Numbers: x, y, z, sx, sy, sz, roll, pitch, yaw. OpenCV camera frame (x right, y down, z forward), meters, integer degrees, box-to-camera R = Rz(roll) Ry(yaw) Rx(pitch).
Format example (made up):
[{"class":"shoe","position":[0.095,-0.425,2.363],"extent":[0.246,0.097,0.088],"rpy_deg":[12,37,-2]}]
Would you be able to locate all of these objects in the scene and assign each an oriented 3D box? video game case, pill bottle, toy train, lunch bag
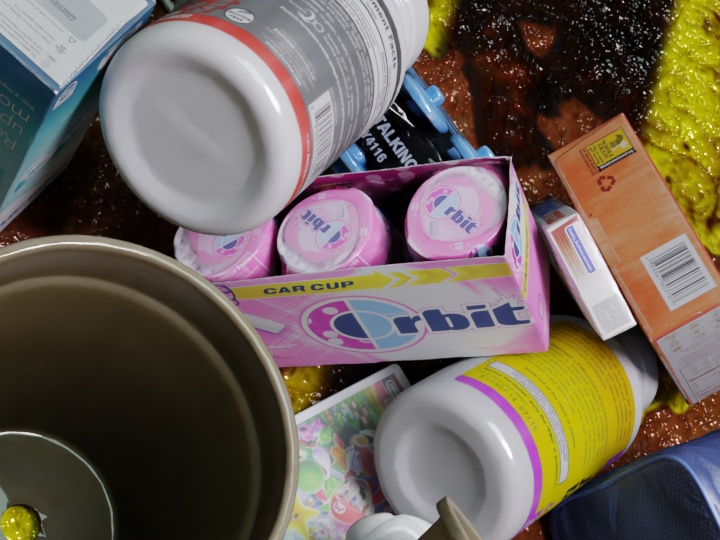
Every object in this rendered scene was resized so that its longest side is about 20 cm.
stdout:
[{"class":"video game case","position":[-0.019,0.156,0.888],"extent":[0.200,0.018,0.143],"rpy_deg":[-25,80,-33]},{"class":"pill bottle","position":[0.105,0.089,0.917],"extent":[0.200,0.104,0.104],"rpy_deg":[-23,78,-48]},{"class":"toy train","position":[0.027,-0.081,0.969],"extent":[0.087,0.114,0.200],"rpy_deg":[-37,72,7]},{"class":"pill bottle","position":[-0.044,-0.111,0.823],"extent":[0.116,0.116,0.200],"rpy_deg":[44,38,-2]},{"class":"lunch bag","position":[0.226,0.163,0.896],"extent":[0.132,0.200,0.136],"rpy_deg":[-15,78,-28]}]

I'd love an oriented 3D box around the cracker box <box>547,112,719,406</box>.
[{"class":"cracker box","position":[0.191,-0.001,0.958],"extent":[0.058,0.200,0.134],"rpy_deg":[-29,67,8]}]

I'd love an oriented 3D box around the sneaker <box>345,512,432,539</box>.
[{"class":"sneaker","position":[0.064,0.220,0.848],"extent":[0.200,0.070,0.080],"rpy_deg":[37,36,-21]}]

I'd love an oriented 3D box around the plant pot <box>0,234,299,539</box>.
[{"class":"plant pot","position":[-0.154,0.106,0.751],"extent":[0.200,0.174,0.200],"rpy_deg":[11,63,-22]}]

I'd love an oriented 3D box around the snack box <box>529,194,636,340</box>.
[{"class":"snack box","position":[0.132,-0.006,0.930],"extent":[0.024,0.200,0.072],"rpy_deg":[-29,94,5]}]

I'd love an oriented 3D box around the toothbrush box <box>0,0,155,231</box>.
[{"class":"toothbrush box","position":[-0.215,-0.120,0.811],"extent":[0.146,0.200,0.085],"rpy_deg":[42,58,-4]}]

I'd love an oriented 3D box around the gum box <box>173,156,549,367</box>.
[{"class":"gum box","position":[0.000,0.000,0.861],"extent":[0.200,0.114,0.066],"rpy_deg":[-5,60,17]}]

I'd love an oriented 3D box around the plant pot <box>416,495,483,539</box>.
[{"class":"plant pot","position":[0.023,0.241,0.702],"extent":[0.183,0.200,0.201],"rpy_deg":[-35,84,0]}]

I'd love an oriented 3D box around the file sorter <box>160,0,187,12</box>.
[{"class":"file sorter","position":[-0.073,-0.226,0.970],"extent":[0.200,0.139,0.125],"rpy_deg":[-29,80,-34]}]
